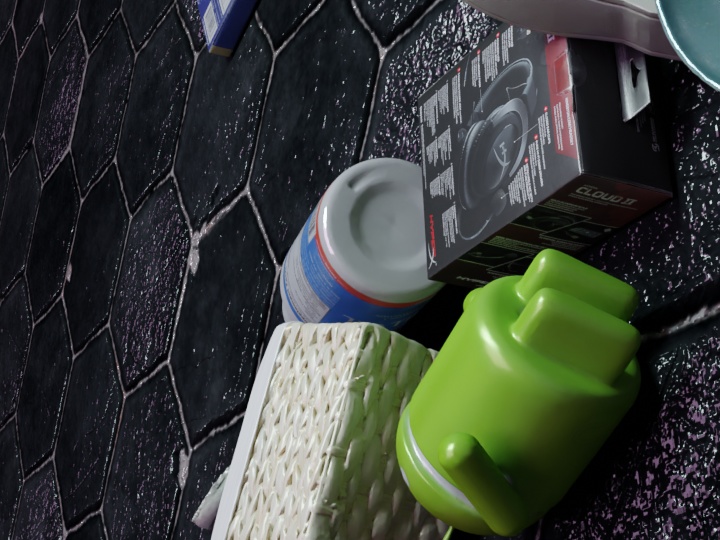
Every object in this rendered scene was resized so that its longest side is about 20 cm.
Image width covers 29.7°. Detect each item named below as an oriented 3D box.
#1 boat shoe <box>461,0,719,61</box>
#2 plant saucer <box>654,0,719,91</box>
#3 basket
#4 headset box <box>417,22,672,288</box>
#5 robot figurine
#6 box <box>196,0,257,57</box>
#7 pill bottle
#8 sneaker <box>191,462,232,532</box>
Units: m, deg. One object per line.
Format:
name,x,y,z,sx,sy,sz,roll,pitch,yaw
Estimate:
boat shoe,0.138,-0.180,0.810,0.075,0.200,0.062,62,-134,-66
plant saucer,0.238,-0.182,0.700,0.200,0.036,0.200,-6,82,52
basket,-0.005,0.145,0.980,0.123,0.136,0.200,-10,59,55
headset box,0.122,-0.090,0.909,0.200,0.077,0.149,-37,50,52
robot figurine,0.097,0.085,0.852,0.175,0.116,0.200,-78,14,-54
box,-0.132,-0.356,1.535,0.200,0.032,0.121,-58,34,38
pill bottle,0.000,0.000,1.056,0.200,0.112,0.112,128,145,-66
sneaker,-0.043,0.171,1.091,0.200,0.100,0.070,-42,-16,-49
